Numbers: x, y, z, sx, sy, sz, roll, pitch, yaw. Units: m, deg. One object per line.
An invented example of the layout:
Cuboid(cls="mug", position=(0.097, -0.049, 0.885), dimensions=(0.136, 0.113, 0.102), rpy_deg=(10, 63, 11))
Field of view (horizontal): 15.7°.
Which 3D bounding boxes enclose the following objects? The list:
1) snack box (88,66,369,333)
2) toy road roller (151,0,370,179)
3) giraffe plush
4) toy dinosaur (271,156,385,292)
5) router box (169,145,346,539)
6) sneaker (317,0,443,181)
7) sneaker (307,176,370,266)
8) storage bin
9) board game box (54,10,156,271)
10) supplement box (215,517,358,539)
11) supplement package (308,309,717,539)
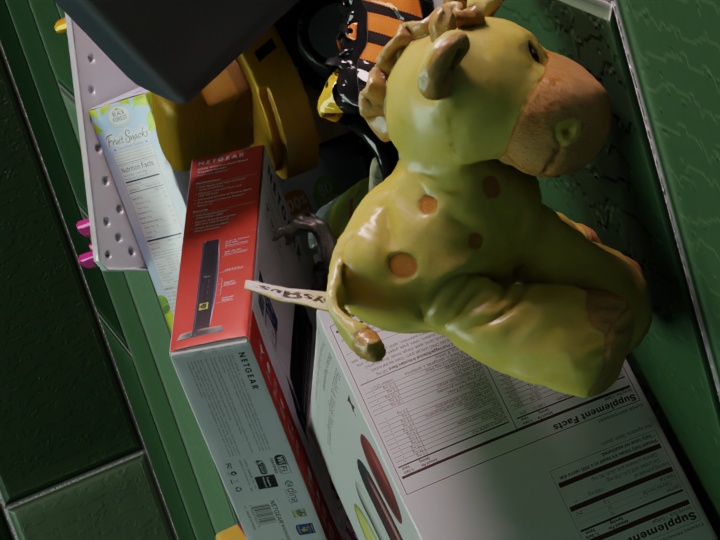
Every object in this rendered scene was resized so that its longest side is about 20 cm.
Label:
Cuboid(cls="snack box", position=(-0.071, -0.045, 1.743), dimensions=(0.068, 0.169, 0.200), rpy_deg=(-14, 101, 46))
Cuboid(cls="toy road roller", position=(-0.076, -0.150, 1.635), dimensions=(0.123, 0.146, 0.200), rpy_deg=(94, 152, -64))
Cuboid(cls="giraffe plush", position=(0.057, -0.050, 1.258), dimensions=(0.173, 0.200, 0.162), rpy_deg=(-127, 48, -62))
Cuboid(cls="toy dinosaur", position=(0.000, 0.000, 1.546), dimensions=(0.088, 0.047, 0.200), rpy_deg=(18, 137, 32))
Cuboid(cls="router box", position=(-0.057, 0.057, 1.574), dimensions=(0.180, 0.049, 0.200), rpy_deg=(-88, -17, -49))
Cuboid(cls="sneaker", position=(0.010, -0.123, 1.435), dimensions=(0.070, 0.090, 0.200), rpy_deg=(126, 121, -76))
Cuboid(cls="sneaker", position=(0.043, 0.024, 1.606), dimensions=(0.200, 0.078, 0.090), rpy_deg=(54, 142, 11))
Cuboid(cls="storage bin", position=(-0.125, -0.201, 1.499), dimensions=(0.200, 0.134, 0.146), rpy_deg=(47, 171, -28))
Cuboid(cls="board game box", position=(-0.123, -0.096, 1.775), dimensions=(0.026, 0.200, 0.200), rpy_deg=(-13, 81, 41))
Cuboid(cls="supplement box", position=(0.027, 0.196, 1.662), dimensions=(0.131, 0.200, 0.103), rpy_deg=(-134, 24, -61))
Cuboid(cls="supplement package", position=(0.075, 0.116, 1.435), dimensions=(0.191, 0.147, 0.200), rpy_deg=(94, 153, -66))
